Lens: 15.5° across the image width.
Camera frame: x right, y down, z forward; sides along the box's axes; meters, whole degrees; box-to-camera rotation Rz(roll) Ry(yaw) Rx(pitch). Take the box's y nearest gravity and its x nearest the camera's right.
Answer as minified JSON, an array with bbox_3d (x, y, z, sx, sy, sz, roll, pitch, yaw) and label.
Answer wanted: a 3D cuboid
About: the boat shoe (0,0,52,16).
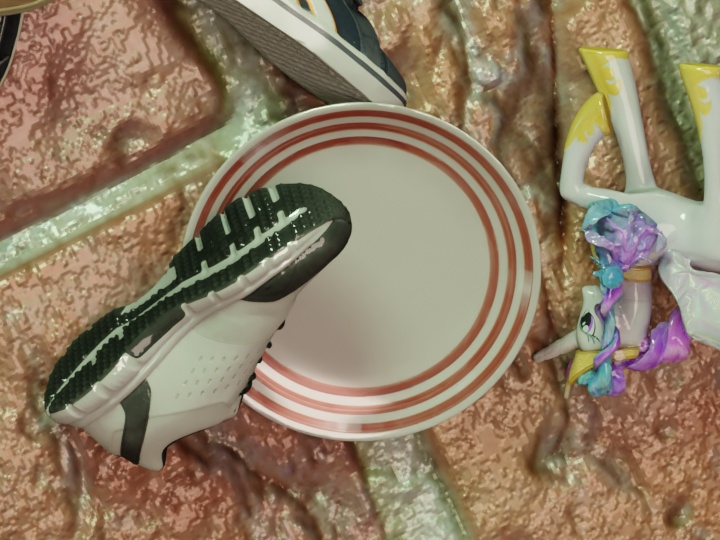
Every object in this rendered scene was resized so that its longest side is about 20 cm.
[{"bbox_3d":[-0.243,-0.181,1.340,0.199,0.065,0.072,13,73,-4],"label":"boat shoe"}]

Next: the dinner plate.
[{"bbox_3d":[0.000,0.000,1.457,0.199,0.024,0.201,-1,113,-3],"label":"dinner plate"}]

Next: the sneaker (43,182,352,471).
[{"bbox_3d":[-0.076,0.030,1.424,0.200,0.074,0.080,-38,118,19],"label":"sneaker"}]

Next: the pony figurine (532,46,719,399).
[{"bbox_3d":[0.195,-0.017,1.484,0.192,0.166,0.201,6,100,16],"label":"pony figurine"}]

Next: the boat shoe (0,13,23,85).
[{"bbox_3d":[-0.230,-0.093,1.383,0.074,0.062,0.201,28,87,-16],"label":"boat shoe"}]

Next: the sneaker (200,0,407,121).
[{"bbox_3d":[-0.040,-0.160,1.420,0.200,0.078,0.080,38,77,-23],"label":"sneaker"}]
